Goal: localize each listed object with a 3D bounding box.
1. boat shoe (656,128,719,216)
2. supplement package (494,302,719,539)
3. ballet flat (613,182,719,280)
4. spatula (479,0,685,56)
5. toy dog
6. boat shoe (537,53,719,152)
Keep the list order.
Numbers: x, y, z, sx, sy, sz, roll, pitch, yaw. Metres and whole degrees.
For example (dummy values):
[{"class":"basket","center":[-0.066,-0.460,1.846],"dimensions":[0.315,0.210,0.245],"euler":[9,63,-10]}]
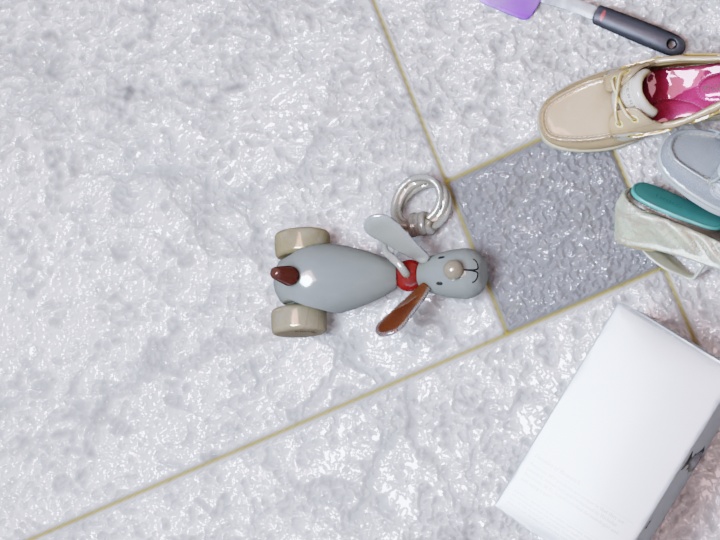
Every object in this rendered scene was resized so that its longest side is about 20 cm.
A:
[{"class":"boat shoe","center":[0.346,-0.076,1.646],"dimensions":[0.202,0.065,0.075],"euler":[25,60,14]},{"class":"supplement package","center":[0.220,0.142,1.645],"dimensions":[0.117,0.117,0.200],"euler":[32,94,17]},{"class":"ballet flat","center":[0.308,-0.014,1.675],"dimensions":[0.200,0.067,0.062],"euler":[25,120,20]},{"class":"spatula","center":[0.194,-0.231,1.742],"dimensions":[0.200,0.021,0.057],"euler":[24,90,16]},{"class":"toy dog","center":[0.000,0.000,1.726],"dimensions":[0.200,0.096,0.132],"euler":[-25,78,12]},{"class":"boat shoe","center":[0.245,-0.151,1.694],"dimensions":[0.199,0.069,0.074],"euler":[-14,81,14]}]
